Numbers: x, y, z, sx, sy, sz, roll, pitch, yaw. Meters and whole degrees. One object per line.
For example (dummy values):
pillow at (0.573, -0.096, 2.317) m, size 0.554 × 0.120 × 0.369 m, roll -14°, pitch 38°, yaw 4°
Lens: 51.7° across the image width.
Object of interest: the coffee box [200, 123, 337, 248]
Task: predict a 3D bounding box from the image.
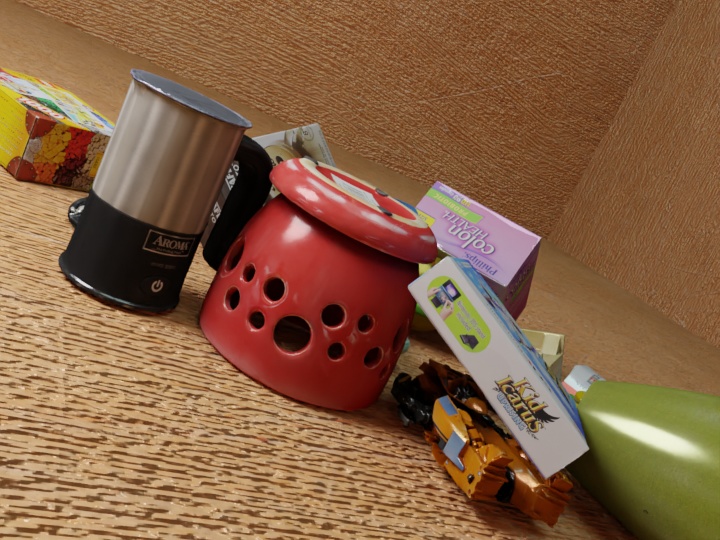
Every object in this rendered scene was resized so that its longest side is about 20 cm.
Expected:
coffee box at (-0.121, -0.105, 0.940) m, size 0.199 × 0.079 × 0.114 m, roll -25°, pitch 92°, yaw -46°

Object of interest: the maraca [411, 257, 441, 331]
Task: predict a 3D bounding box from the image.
maraca at (0.087, 0.034, 1.012) m, size 0.199 × 0.108 × 0.137 m, roll 31°, pitch 23°, yaw 3°

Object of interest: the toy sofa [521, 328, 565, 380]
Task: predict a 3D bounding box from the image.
toy sofa at (0.203, 0.134, 0.946) m, size 0.082 × 0.099 × 0.200 m, roll 7°, pitch 5°, yaw 23°

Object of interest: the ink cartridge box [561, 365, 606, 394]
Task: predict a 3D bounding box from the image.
ink cartridge box at (0.333, 0.184, 0.961) m, size 0.162 × 0.050 × 0.200 m, roll 38°, pitch 5°, yaw 24°

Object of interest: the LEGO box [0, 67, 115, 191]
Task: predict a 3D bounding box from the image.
LEGO box at (-0.398, -0.179, 0.930) m, size 0.199 × 0.078 × 0.148 m, roll 34°, pitch 15°, yaw 30°

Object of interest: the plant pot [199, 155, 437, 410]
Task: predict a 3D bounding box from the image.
plant pot at (-0.031, 0.006, 0.720) m, size 0.199 × 0.184 × 0.201 m, roll 27°, pitch 12°, yaw -7°

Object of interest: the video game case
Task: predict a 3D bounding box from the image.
video game case at (0.126, 0.073, 0.663) m, size 0.182 × 0.045 × 0.200 m, roll 55°, pitch 11°, yaw 7°

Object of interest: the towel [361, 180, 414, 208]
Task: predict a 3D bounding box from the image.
towel at (-0.005, -0.096, 1.239) m, size 0.147 × 0.037 × 0.199 m, roll 27°, pitch -21°, yaw -31°

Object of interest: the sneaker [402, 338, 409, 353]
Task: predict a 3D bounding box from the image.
sneaker at (0.000, 0.000, 0.877) m, size 0.077 × 0.141 × 0.199 m, roll 2°, pitch 25°, yaw -46°

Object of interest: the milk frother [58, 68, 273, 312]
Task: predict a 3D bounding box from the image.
milk frother at (-0.208, -0.092, 0.723) m, size 0.199 × 0.190 × 0.180 m, roll 31°, pitch 13°, yaw 21°

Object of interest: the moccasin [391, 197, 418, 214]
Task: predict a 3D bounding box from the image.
moccasin at (0.025, -0.061, 0.986) m, size 0.079 × 0.069 × 0.200 m, roll 2°, pitch 15°, yaw -18°

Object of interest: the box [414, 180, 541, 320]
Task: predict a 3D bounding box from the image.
box at (0.159, -0.004, 1.105) m, size 0.175 × 0.097 × 0.201 m, roll 32°, pitch -22°, yaw 22°

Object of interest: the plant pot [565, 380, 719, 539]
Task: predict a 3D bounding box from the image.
plant pot at (0.302, 0.191, 0.712) m, size 0.198 × 0.189 × 0.186 m, roll 23°, pitch 9°, yaw 29°

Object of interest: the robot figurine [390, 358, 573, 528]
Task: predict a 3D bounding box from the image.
robot figurine at (0.108, 0.150, 0.698) m, size 0.144 × 0.059 × 0.200 m, roll 26°, pitch 12°, yaw -25°

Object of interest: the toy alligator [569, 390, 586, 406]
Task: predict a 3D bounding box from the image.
toy alligator at (0.207, 0.168, 0.810) m, size 0.054 × 0.060 × 0.199 m, roll 35°, pitch 28°, yaw 31°
